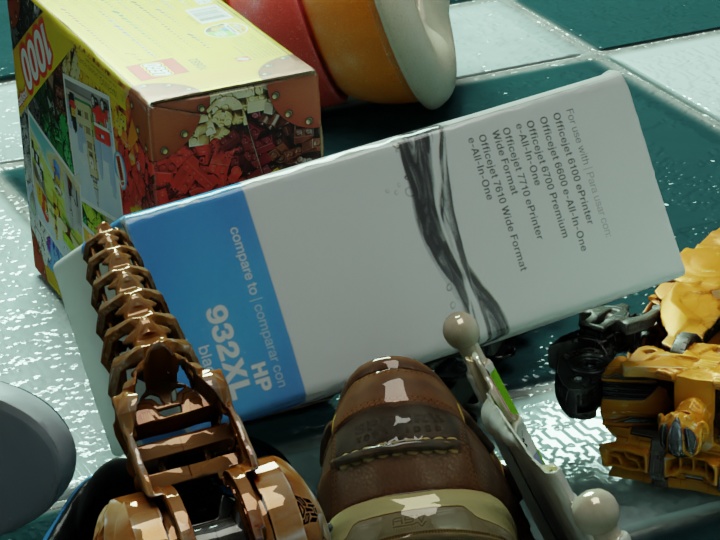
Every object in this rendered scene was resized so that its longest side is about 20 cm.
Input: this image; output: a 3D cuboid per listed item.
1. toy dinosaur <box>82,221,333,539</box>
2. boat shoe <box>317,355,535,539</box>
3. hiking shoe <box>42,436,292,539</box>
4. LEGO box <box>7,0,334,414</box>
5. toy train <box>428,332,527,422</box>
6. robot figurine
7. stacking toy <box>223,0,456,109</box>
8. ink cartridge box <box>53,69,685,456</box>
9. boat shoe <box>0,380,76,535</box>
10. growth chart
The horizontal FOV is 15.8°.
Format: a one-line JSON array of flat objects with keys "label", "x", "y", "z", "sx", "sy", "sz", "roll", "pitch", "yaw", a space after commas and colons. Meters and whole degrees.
[{"label": "toy dinosaur", "x": -0.034, "y": 0.086, "z": 0.690, "sx": 0.102, "sy": 0.136, "sz": 0.200, "roll": 6, "pitch": 68, "yaw": -6}, {"label": "boat shoe", "x": 0.022, "y": 0.078, "z": 0.845, "sx": 0.072, "sy": 0.068, "sz": 0.200, "roll": -9, "pitch": -17, "yaw": 2}, {"label": "hiking shoe", "x": -0.062, "y": 0.098, "z": 0.902, "sx": 0.074, "sy": 0.087, "sz": 0.200, "roll": 4, "pitch": 24, "yaw": 14}, {"label": "LEGO box", "x": -0.086, "y": -0.040, "z": 1.143, "sx": 0.077, "sy": 0.149, "sz": 0.200, "roll": -12, "pitch": 25, "yaw": -20}, {"label": "toy train", "x": 0.047, "y": 0.021, "z": 1.134, "sx": 0.046, "sy": 0.034, "sz": 0.200, "roll": 2, "pitch": 23, "yaw": 18}, {"label": "robot figurine", "x": 0.162, "y": 0.036, "z": 1.057, "sx": 0.145, "sy": 0.058, "sz": 0.200, "roll": 9, "pitch": 25, "yaw": 25}, {"label": "stacking toy", "x": -0.056, "y": -0.136, "z": 1.429, "sx": 0.200, "sy": 0.146, "sz": 0.146, "roll": -16, "pitch": 21, "yaw": 12}, {"label": "ink cartridge box", "x": 0.000, "y": 0.000, "z": 0.985, "sx": 0.200, "sy": 0.084, "sz": 0.145, "roll": -17, "pitch": -2, "yaw": -18}, {"label": "boat shoe", "x": -0.199, "y": 0.064, "z": 1.024, "sx": 0.202, "sy": 0.075, "sz": 0.086, "roll": -6, "pitch": 18, "yaw": 16}, {"label": "growth chart", "x": 0.079, "y": 0.100, "z": 0.830, "sx": 0.018, "sy": 0.145, "sz": 0.200, "roll": -29, "pitch": 18, "yaw": -2}]
